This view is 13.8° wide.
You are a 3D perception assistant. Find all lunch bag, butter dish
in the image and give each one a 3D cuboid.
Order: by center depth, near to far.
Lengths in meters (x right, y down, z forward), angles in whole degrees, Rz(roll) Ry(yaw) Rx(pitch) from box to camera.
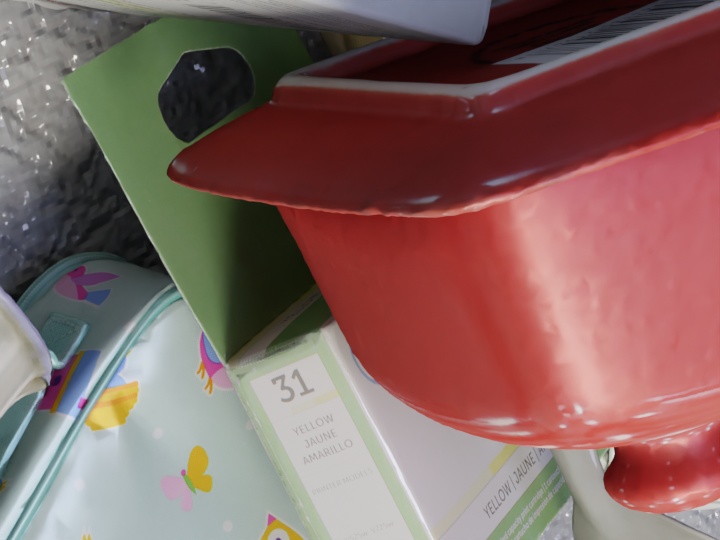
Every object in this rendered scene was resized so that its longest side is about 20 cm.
[{"bbox_3d":[0.076,-0.003,0.847,0.199,0.199,0.148,-21,103,-23],"label":"butter dish"},{"bbox_3d":[-0.078,0.098,0.962,0.160,0.077,0.200,38,75,-35],"label":"lunch bag"}]

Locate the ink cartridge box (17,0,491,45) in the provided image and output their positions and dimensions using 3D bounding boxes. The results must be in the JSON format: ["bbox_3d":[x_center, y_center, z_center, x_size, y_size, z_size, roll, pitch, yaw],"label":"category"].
[{"bbox_3d":[-0.074,-0.120,0.844,0.145,0.200,0.084,9,90,-39],"label":"ink cartridge box"}]

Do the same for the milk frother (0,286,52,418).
[{"bbox_3d":[-0.181,0.051,0.793,0.181,0.200,0.188,46,70,-31],"label":"milk frother"}]

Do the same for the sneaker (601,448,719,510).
[{"bbox_3d":[0.079,0.043,1.071,0.200,0.088,0.074,16,91,-38],"label":"sneaker"}]

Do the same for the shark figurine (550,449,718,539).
[{"bbox_3d":[0.082,-0.006,0.956,0.128,0.089,0.215,41,37,-39],"label":"shark figurine"}]

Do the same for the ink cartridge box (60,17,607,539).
[{"bbox_3d":[0.000,0.000,0.951,0.201,0.048,0.146,64,30,-9],"label":"ink cartridge box"}]

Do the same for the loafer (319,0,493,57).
[{"bbox_3d":[0.019,-0.105,1.006,0.200,0.067,0.076,45,71,-35],"label":"loafer"}]
